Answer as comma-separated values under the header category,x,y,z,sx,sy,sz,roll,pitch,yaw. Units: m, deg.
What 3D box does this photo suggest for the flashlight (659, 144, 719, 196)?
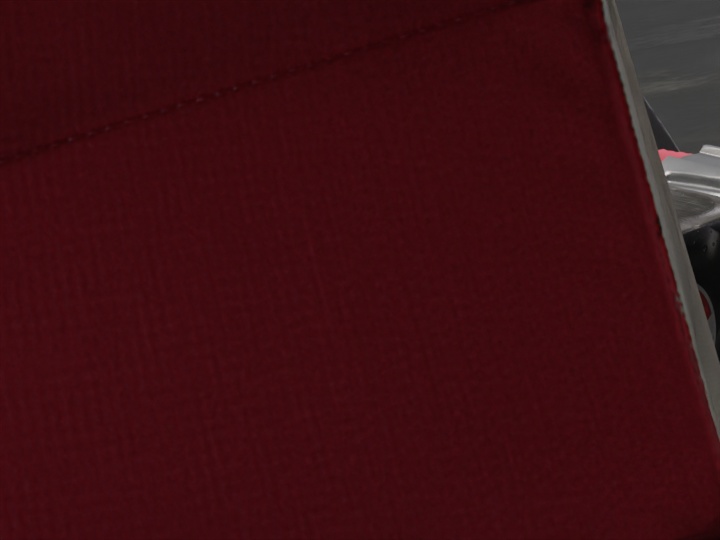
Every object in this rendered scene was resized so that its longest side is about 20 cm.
category,x,y,z,sx,sy,sz,roll,pitch,yaw
flashlight,0.036,-0.011,0.834,0.199,0.068,0.068,10,22,43

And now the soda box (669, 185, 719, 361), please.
category,x,y,z,sx,sy,sz,roll,pitch,yaw
soda box,0.000,0.000,0.756,0.199,0.064,0.071,15,22,39

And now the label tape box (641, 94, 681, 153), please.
category,x,y,z,sx,sy,sz,roll,pitch,yaw
label tape box,0.019,-0.050,0.946,0.143,0.200,0.066,18,64,44

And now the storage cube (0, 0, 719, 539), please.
category,x,y,z,sx,sy,sz,roll,pitch,yaw
storage cube,-0.039,-0.012,0.507,0.179,0.172,0.200,-16,-5,6
